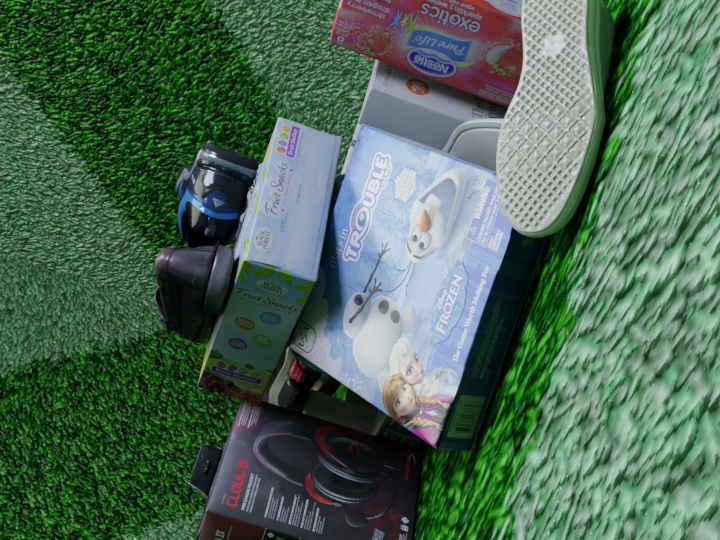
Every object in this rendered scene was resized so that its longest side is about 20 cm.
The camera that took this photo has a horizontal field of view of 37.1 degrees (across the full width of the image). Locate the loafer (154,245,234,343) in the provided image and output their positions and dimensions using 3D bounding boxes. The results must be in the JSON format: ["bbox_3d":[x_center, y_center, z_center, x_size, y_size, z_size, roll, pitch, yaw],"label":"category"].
[{"bbox_3d":[-0.153,0.015,0.941,0.200,0.063,0.072,136,147,-70],"label":"loafer"}]

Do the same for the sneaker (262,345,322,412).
[{"bbox_3d":[-0.092,0.127,1.144,0.081,0.074,0.200,-46,-14,-42],"label":"sneaker"}]

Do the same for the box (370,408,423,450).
[{"bbox_3d":[0.063,0.074,1.015,0.200,0.049,0.162,113,175,-57],"label":"box"}]

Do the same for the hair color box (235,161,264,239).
[{"bbox_3d":[-0.072,-0.030,1.241,0.100,0.200,0.061,-31,-12,-19],"label":"hair color box"}]

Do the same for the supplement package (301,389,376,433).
[{"bbox_3d":[-0.031,0.244,1.085,0.118,0.116,0.201,115,172,-49],"label":"supplement package"}]

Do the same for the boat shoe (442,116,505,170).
[{"bbox_3d":[0.112,-0.099,0.919,0.060,0.076,0.200,-34,7,-19],"label":"boat shoe"}]

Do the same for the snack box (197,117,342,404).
[{"bbox_3d":[-0.082,-0.006,0.962,0.200,0.067,0.169,118,165,-48],"label":"snack box"}]

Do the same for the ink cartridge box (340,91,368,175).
[{"bbox_3d":[0.062,-0.129,1.203,0.200,0.144,0.084,111,180,-48],"label":"ink cartridge box"}]

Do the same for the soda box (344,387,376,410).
[{"bbox_3d":[0.038,0.081,1.232,0.068,0.064,0.201,-77,5,-54],"label":"soda box"}]

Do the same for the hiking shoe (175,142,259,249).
[{"bbox_3d":[-0.149,-0.055,1.017,0.200,0.074,0.087,133,156,-75],"label":"hiking shoe"}]

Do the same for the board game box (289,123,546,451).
[{"bbox_3d":[0.041,0.006,0.836,0.199,0.043,0.201,28,103,49],"label":"board game box"}]

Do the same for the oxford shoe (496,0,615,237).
[{"bbox_3d":[0.138,-0.116,0.734,0.058,0.075,0.201,31,-118,-53],"label":"oxford shoe"}]

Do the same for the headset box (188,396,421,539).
[{"bbox_3d":[-0.054,0.206,0.962,0.149,0.199,0.075,-76,5,-55],"label":"headset box"}]

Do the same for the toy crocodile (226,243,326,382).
[{"bbox_3d":[-0.095,0.048,1.153,0.062,0.067,0.201,-48,-53,-30],"label":"toy crocodile"}]

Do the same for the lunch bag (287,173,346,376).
[{"bbox_3d":[0.000,0.000,1.024,0.200,0.121,0.171,-52,-16,-78],"label":"lunch bag"}]

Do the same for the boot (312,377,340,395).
[{"bbox_3d":[-0.072,0.058,1.283,0.201,0.155,0.073,-61,-8,-26],"label":"boot"}]

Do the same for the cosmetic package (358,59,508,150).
[{"bbox_3d":[0.088,-0.199,1.101,0.201,0.150,0.052,-77,6,-46],"label":"cosmetic package"}]

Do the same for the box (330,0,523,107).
[{"bbox_3d":[0.082,-0.243,1.009,0.100,0.199,0.096,-76,7,-45],"label":"box"}]
